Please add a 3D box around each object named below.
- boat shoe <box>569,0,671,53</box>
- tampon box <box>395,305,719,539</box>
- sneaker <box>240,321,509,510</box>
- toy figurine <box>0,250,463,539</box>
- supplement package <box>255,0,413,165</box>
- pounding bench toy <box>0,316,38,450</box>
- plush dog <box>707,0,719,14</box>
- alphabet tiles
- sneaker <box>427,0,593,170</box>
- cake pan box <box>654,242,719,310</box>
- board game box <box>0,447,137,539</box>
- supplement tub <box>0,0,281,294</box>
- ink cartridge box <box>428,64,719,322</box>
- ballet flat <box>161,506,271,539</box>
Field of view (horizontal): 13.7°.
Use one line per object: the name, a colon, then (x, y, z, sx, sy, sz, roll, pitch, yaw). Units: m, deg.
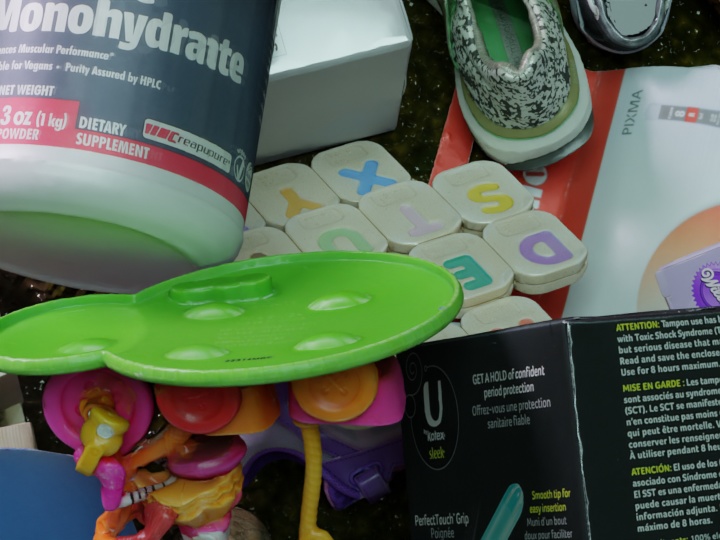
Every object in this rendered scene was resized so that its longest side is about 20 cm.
boat shoe: (0.127, -0.208, 1.481, 0.074, 0.068, 0.200, 3, 93, -1)
tampon box: (0.110, 0.120, 1.233, 0.126, 0.150, 0.200, -3, 86, -27)
sneaker: (0.013, 0.069, 1.412, 0.200, 0.080, 0.089, 1, 77, 2)
toy figurine: (-0.048, 0.103, 1.229, 0.200, 0.150, 0.184, -5, 107, 6)
supplement package: (-0.088, -0.117, 1.444, 0.200, 0.121, 0.120, -14, 73, -8)
pounding bench toy: (-0.220, 0.028, 1.344, 0.124, 0.200, 0.156, -12, 72, -7)
plush dog: (0.258, -0.182, 1.489, 0.200, 0.160, 0.172, 7, 96, 1)
alphabet tiles: (0.000, 0.000, 1.403, 0.200, 0.015, 0.196, -17, 40, -22)
sneaker: (0.061, -0.152, 1.473, 0.077, 0.089, 0.200, -23, 64, -2)
cake pan box: (0.227, 0.062, 1.360, 0.184, 0.052, 0.200, -14, 82, -54)
board game box: (-0.172, 0.131, 1.326, 0.158, 0.200, 0.039, -13, 46, 2)
supplement tub: (-0.107, -0.102, 1.302, 0.140, 0.140, 0.200, 8, 74, 0)
ink cartridge box: (0.133, -0.030, 1.465, 0.200, 0.050, 0.162, 16, 69, 0)
ballet flat: (-0.042, 0.182, 1.338, 0.071, 0.065, 0.200, -55, 49, 17)
